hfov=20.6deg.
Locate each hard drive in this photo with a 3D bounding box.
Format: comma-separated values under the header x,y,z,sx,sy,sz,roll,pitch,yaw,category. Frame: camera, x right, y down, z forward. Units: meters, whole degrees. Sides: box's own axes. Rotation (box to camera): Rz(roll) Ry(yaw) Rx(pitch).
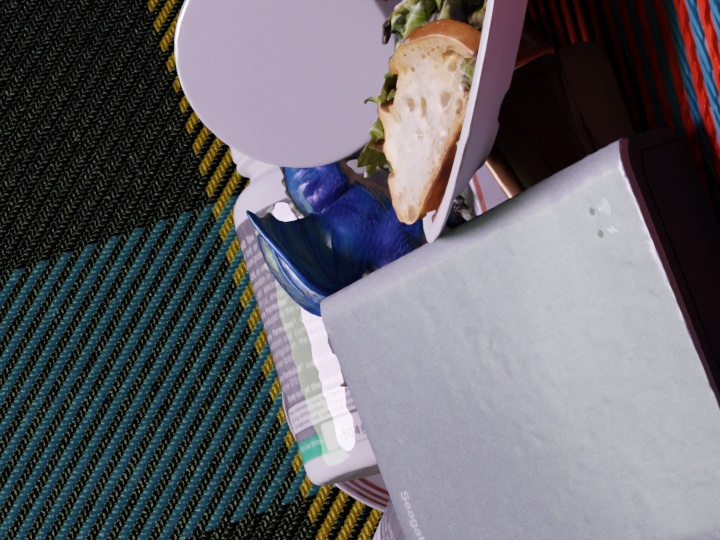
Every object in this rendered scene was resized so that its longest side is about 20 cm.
x,y,z,sx,sy,sz,roll,pitch,yaw,category
0.068,0.046,0.723,0.200,0.033,0.140,-29,81,55,hard drive

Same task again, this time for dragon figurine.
x,y,z,sx,sy,sz,roll,pitch,yaw,category
-0.016,-0.017,0.909,0.200,0.099,0.059,41,172,11,dragon figurine

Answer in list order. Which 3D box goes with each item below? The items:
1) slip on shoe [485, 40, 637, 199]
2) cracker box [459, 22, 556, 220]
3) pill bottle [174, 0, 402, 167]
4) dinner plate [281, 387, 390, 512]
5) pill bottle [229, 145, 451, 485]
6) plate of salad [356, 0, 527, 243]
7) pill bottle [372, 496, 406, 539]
x,y,z,sx,sy,sz,roll,pitch,yaw,category
0.095,0.006,0.751,0.076,0.060,0.201,76,175,-69,slip on shoe
0.083,-0.019,0.959,0.134,0.057,0.201,-110,3,-72,cracker box
-0.010,-0.128,0.871,0.200,0.114,0.115,-68,-36,-60,pill bottle
0.040,0.102,1.396,0.024,0.199,0.201,109,151,-43,dinner plate
0.000,0.000,1.011,0.113,0.113,0.201,82,171,-81,pill bottle
0.032,-0.110,0.715,0.200,0.048,0.201,-172,90,-88,plate of salad
0.062,0.130,0.875,0.117,0.116,0.201,-111,36,-54,pill bottle
